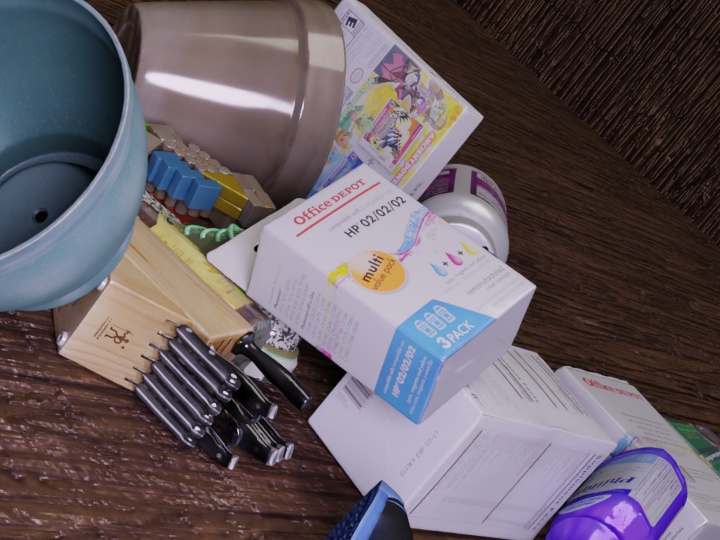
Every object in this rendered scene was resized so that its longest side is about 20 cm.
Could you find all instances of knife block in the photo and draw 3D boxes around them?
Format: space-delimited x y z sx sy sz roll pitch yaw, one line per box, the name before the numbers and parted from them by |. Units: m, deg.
knife block | -0.119 0.044 1.138 0.175 0.064 0.200 30 17 -28

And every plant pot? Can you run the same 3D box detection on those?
plant pot | -0.133 -0.159 1.497 0.173 0.200 0.200 10 27 -25
plant pot | -0.213 -0.056 1.026 0.200 0.200 0.134 48 -8 30

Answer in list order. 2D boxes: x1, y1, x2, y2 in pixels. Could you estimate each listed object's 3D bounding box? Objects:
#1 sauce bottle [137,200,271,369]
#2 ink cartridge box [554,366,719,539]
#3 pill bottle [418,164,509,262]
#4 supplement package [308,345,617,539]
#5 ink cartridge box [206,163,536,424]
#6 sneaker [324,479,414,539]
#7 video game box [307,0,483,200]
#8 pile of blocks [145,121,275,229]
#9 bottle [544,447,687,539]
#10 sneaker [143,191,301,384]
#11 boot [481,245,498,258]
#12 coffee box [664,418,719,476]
sauce bottle | -0.150 -0.007 1.207 0.200 0.065 0.065 44 17 14
ink cartridge box | 0.247 0.186 1.505 0.145 0.088 0.200 17 28 -52
pill bottle | 0.097 -0.035 1.748 0.112 0.112 0.200 36 16 -7
supplement package | 0.080 0.122 1.266 0.200 0.114 0.110 18 26 -52
ink cartridge box | 0.004 0.001 1.171 0.200 0.068 0.115 36 44 20
sneaker | 0.010 0.198 0.998 0.078 0.070 0.200 40 22 -6
video game box | -0.008 -0.129 1.610 0.182 0.200 0.047 48 17 28
pile of blocks | -0.169 -0.076 1.383 0.200 0.062 0.082 32 27 7
bottle | 0.192 0.203 1.324 0.200 0.083 0.065 -31 96 -57
sneaker | -0.100 -0.008 1.275 0.200 0.089 0.077 44 17 20
boot | -0.002 0.002 1.328 0.158 0.211 0.079 41 52 -5
coffee box | 0.394 0.239 1.758 0.123 0.044 0.200 16 27 -54
